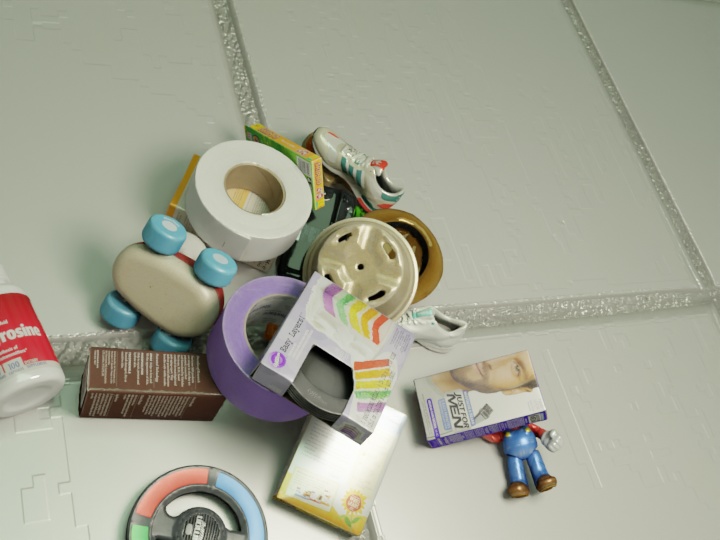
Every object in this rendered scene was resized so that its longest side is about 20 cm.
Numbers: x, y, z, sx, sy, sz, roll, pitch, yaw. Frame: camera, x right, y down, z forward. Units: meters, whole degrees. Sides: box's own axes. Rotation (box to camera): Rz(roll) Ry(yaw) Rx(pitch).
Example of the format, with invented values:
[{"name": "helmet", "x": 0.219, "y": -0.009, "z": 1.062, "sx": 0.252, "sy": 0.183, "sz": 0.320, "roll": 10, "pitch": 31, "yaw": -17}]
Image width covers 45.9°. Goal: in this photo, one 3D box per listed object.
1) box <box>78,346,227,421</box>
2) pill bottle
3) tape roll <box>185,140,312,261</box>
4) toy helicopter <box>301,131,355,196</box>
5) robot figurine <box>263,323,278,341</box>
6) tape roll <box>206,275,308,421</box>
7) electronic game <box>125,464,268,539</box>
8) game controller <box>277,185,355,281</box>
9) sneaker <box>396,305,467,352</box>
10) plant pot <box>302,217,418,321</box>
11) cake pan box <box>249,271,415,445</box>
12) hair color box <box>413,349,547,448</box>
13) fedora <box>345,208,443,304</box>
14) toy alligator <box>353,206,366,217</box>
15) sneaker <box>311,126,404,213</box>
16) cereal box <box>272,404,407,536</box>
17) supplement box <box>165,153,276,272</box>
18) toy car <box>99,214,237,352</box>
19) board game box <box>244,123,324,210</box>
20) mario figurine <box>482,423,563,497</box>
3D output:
[{"name": "box", "x": -0.301, "y": 0.167, "z": 1.242, "sx": 0.199, "sy": 0.100, "sz": 0.075, "roll": 8, "pitch": 56, "yaw": -22}, {"name": "pill bottle", "x": -0.502, "y": 0.093, "z": 1.186, "sx": 0.112, "sy": 0.112, "sz": 0.200, "roll": -20, "pitch": 70, "yaw": -34}, {"name": "tape roll", "x": -0.184, "y": -0.115, "z": 1.403, "sx": 0.202, "sy": 0.071, "sz": 0.203, "roll": 14, "pitch": 53, "yaw": -19}, {"name": "toy helicopter", "x": -0.028, "y": -0.188, "z": 1.629, "sx": 0.200, "sy": 0.079, "sz": 0.132, "roll": 45, "pitch": 42, "yaw": -3}, {"name": "robot figurine", "x": -0.067, "y": 0.155, "z": 1.383, "sx": 0.199, "sy": 0.058, "sz": 0.146, "roll": 20, "pitch": 63, "yaw": -13}, {"name": "tape roll", "x": -0.120, "y": 0.114, "z": 1.254, "sx": 0.199, "sy": 0.085, "sz": 0.201, "roll": 15, "pitch": 51, "yaw": -19}, {"name": "electronic game", "x": -0.226, "y": 0.370, "z": 1.187, "sx": 0.199, "sy": 0.042, "sz": 0.201, "roll": 12, "pitch": 56, "yaw": -18}, {"name": "game controller", "x": -0.077, "y": -0.056, "z": 1.504, "sx": 0.104, "sy": 0.042, "sz": 0.201, "roll": 15, "pitch": 73, "yaw": -1}, {"name": "sneaker", "x": 0.091, "y": 0.089, "z": 1.489, "sx": 0.199, "sy": 0.089, "sz": 0.076, "roll": 9, "pitch": 58, "yaw": -20}, {"name": "plant pot", "x": 0.000, "y": 0.000, "z": 1.372, "sx": 0.199, "sy": 0.183, "sz": 0.201, "roll": 0, "pitch": 85, "yaw": 0}, {"name": "cake pan box", "x": -0.036, "y": 0.123, "z": 1.205, "sx": 0.184, "sy": 0.052, "sz": 0.200, "roll": 32, "pitch": 48, "yaw": -2}, {"name": "hair color box", "x": 0.198, "y": 0.214, "z": 1.411, "sx": 0.199, "sy": 0.065, "sz": 0.110, "roll": -16, "pitch": 62, "yaw": 6}, {"name": "fedora", "x": 0.051, "y": -0.014, "z": 1.539, "sx": 0.200, "sy": 0.082, "sz": 0.201, "roll": 8, "pitch": 64, "yaw": -16}, {"name": "toy alligator", "x": -0.019, "y": -0.104, "z": 1.581, "sx": 0.199, "sy": 0.054, "sz": 0.060, "roll": 12, "pitch": 56, "yaw": -19}, {"name": "sneaker", "x": 0.002, "y": -0.193, "z": 1.543, "sx": 0.200, "sy": 0.093, "sz": 0.070, "roll": 49, "pitch": 46, "yaw": -12}, {"name": "cereal box", "x": -0.029, "y": 0.283, "z": 1.304, "sx": 0.143, "sy": 0.040, "sz": 0.201, "roll": 28, "pitch": 68, "yaw": -8}, {"name": "supplement box", "x": -0.223, "y": -0.097, "z": 1.466, "sx": 0.199, "sy": 0.074, "sz": 0.126, "roll": 24, "pitch": 51, "yaw": -10}, {"name": "toy car", "x": -0.279, "y": 0.003, "z": 1.346, "sx": 0.177, "sy": 0.185, "sz": 0.200, "roll": 33, "pitch": 23, "yaw": -3}, {"name": "board game box", "x": -0.136, "y": -0.187, "z": 1.498, "sx": 0.030, "sy": 0.096, "sz": 0.200, "roll": -30, "pitch": 44, "yaw": -33}, {"name": "mario figurine", "x": 0.261, "y": 0.276, "z": 1.440, "sx": 0.123, "sy": 0.106, "sz": 0.201, "roll": -2, "pitch": 63, "yaw": -30}]
